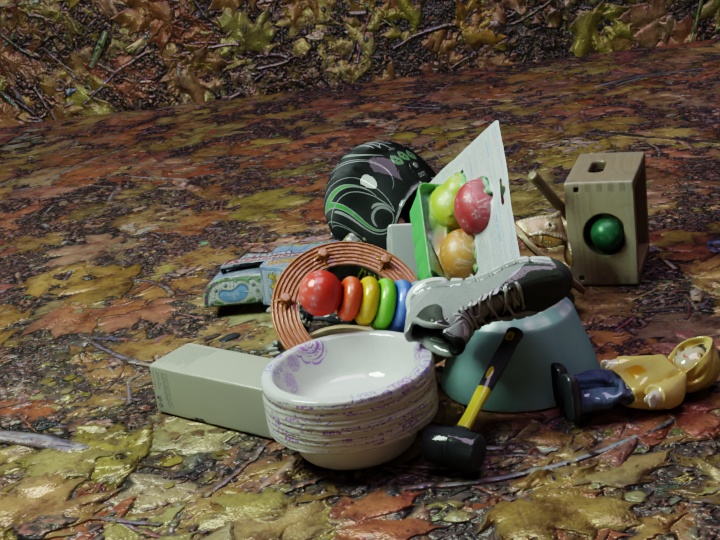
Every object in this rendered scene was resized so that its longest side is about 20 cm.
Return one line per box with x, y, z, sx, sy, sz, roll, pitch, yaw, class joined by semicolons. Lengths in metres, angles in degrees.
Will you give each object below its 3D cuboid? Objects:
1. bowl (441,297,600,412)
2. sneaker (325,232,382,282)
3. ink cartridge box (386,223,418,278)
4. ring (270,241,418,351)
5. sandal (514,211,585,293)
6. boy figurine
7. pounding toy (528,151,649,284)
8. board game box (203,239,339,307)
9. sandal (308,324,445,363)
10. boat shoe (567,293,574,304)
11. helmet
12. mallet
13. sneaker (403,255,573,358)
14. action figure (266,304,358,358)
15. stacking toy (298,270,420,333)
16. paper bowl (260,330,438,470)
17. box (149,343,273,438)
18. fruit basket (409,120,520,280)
0.192;0.083;1.521;0.198;0.106;0.201;-8;19;3;bowl
0.000;0.000;1.695;0.075;0.084;0.200;-50;-3;10;sneaker
0.110;-0.020;1.750;0.145;0.084;0.200;-3;-2;2;ink cartridge box
-0.013;0.045;1.553;0.198;0.019;0.202;3;58;-5;ring
0.247;-0.061;1.723;0.211;0.070;0.078;40;3;18;sandal
0.324;0.125;1.415;0.198;0.065;0.124;-11;18;-6;boy figurine
0.341;-0.084;1.819;0.141;0.186;0.200;-1;20;20;pounding toy
-0.136;0.009;1.890;0.197;0.062;0.200;-5;11;7;board game box
0.011;0.115;1.550;0.209;0.078;0.070;-7;33;-2;sandal
0.206;0.047;1.667;0.198;0.073;0.071;-18;17;-33;boat shoe
0.032;-0.115;2.051;0.190;0.202;0.199;29;38;34;helmet
0.142;0.139;1.364;0.065;0.041;0.200;13;50;36;mallet
0.139;0.052;1.380;0.198;0.076;0.116;-13;27;21;sneaker
-0.076;0.063;1.670;0.101;0.120;0.199;-13;25;-36;action figure
0.021;0.040;1.492;0.198;0.086;0.085;11;16;-12;stacking toy
-0.010;0.151;1.403;0.198;0.106;0.201;-7;20;2;paper bowl
-0.162;0.146;1.532;0.198;0.069;0.082;9;25;38;box
0.140;-0.060;1.549;0.093;0.187;0.200;6;-24;-30;fruit basket
